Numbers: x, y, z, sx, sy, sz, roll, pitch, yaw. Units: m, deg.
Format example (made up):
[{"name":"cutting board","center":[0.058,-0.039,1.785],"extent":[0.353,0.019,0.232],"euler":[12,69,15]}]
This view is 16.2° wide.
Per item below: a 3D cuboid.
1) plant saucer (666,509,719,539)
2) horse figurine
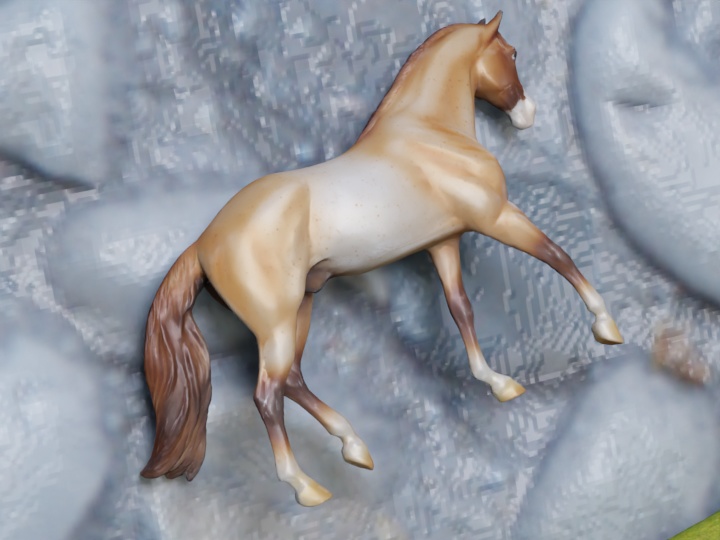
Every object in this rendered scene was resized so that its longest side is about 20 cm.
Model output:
[{"name":"plant saucer","center":[0.164,0.188,0.948],"extent":[0.199,0.048,0.200],"euler":[-26,80,-20]},{"name":"horse figurine","center":[0.000,0.000,0.903],"extent":[0.199,0.050,0.133],"euler":[-27,90,-18]}]
